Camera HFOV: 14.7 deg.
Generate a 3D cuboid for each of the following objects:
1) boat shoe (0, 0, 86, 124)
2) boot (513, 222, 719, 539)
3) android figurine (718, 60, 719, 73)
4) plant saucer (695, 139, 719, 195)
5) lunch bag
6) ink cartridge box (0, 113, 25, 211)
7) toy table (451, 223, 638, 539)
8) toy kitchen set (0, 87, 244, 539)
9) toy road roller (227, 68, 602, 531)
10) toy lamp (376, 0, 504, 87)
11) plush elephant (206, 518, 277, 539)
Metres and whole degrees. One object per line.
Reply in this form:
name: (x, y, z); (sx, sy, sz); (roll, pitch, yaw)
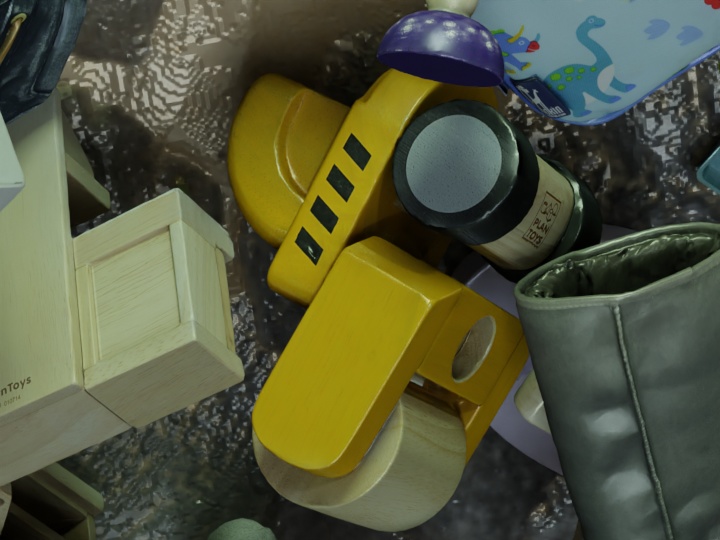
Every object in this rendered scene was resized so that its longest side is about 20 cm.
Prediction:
boat shoe: (-0.197, -0.064, 1.217); (0.091, 0.071, 0.200); (-1, 144, -46)
boot: (0.098, 0.092, 1.219); (0.182, 0.073, 0.200); (-25, 128, -12)
android figurine: (0.262, -0.099, 1.282); (0.200, 0.041, 0.182); (-14, 119, -5)
plant saucer: (0.243, -0.104, 1.308); (0.070, 0.019, 0.200); (33, 106, -24)
lunch bag: (0.121, -0.161, 1.190); (0.200, 0.082, 0.161); (-29, 137, 14)
ink cartridge box: (-0.238, -0.042, 1.134); (0.083, 0.145, 0.200); (-1, 150, -44)
toy table: (0.137, 0.070, 1.323); (0.200, 0.117, 0.184); (15, 114, -19)
toy kitchen set: (-0.122, 0.040, 1.263); (0.200, 0.163, 0.180); (-24, 141, 20)
toy road roller: (0.000, 0.000, 1.225); (0.200, 0.146, 0.123); (-62, 154, -1)
toy lamp: (0.048, -0.176, 1.108); (0.058, 0.058, 0.200); (14, 81, -17)
plush elephant: (-0.052, 0.189, 1.229); (0.155, 0.165, 0.200); (-15, 164, -36)
